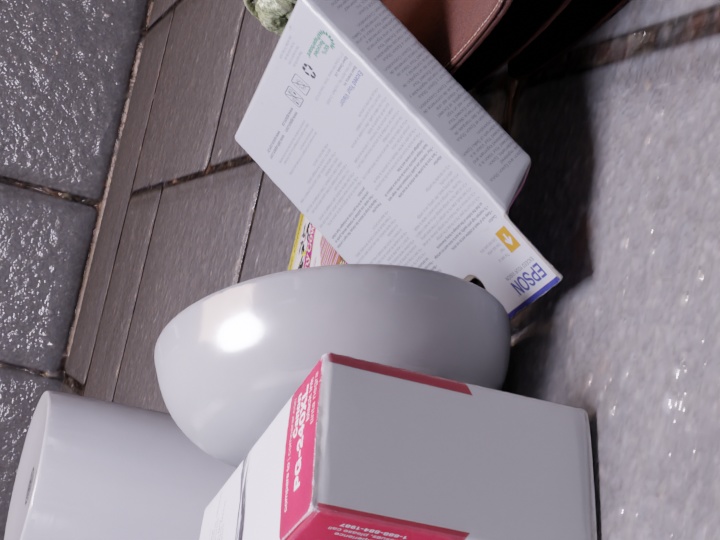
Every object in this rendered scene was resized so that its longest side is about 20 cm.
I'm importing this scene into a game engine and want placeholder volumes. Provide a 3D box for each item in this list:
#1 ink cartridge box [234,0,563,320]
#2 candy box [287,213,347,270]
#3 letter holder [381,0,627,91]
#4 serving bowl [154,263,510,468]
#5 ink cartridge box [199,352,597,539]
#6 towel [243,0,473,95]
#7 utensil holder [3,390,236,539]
[{"bbox_3d":[0.022,-0.051,0.854,0.043,0.200,0.196,-43,-2,-23],"label":"ink cartridge box"},{"bbox_3d":[0.000,0.000,1.053,0.200,0.060,0.138,-171,95,-74],"label":"candy box"},{"bbox_3d":[0.086,-0.158,0.837,0.200,0.099,0.144,145,134,-66],"label":"letter holder"},{"bbox_3d":[-0.013,0.070,0.816,0.200,0.198,0.067,130,141,-55],"label":"serving bowl"},{"bbox_3d":[0.009,0.134,0.766,0.200,0.144,0.084,128,150,-53],"label":"ink cartridge box"},{"bbox_3d":[0.013,-0.193,0.952,0.036,0.199,0.150,-11,66,46],"label":"towel"},{"bbox_3d":[-0.187,0.199,1.263,0.170,0.198,0.172,-166,90,-74],"label":"utensil holder"}]
